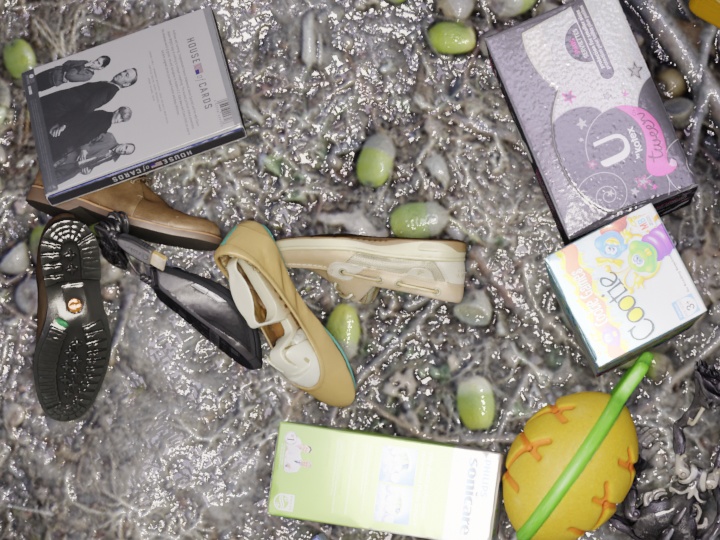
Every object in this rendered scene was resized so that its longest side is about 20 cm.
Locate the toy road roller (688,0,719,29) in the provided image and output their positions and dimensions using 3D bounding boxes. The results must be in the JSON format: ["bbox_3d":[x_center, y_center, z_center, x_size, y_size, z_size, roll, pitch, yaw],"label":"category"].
[{"bbox_3d":[0.376,-0.301,1.571,0.122,0.147,0.200,31,52,9],"label":"toy road roller"}]

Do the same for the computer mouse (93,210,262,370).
[{"bbox_3d":[-0.161,0.010,1.589,0.199,0.141,0.046,37,76,9],"label":"computer mouse"}]

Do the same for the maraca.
[{"bbox_3d":[0.195,0.155,1.497,0.107,0.137,0.200,37,68,3],"label":"maraca"}]

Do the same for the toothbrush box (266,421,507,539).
[{"bbox_3d":[0.028,0.190,1.539,0.198,0.146,0.087,6,85,7],"label":"toothbrush box"}]

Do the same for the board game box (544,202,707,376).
[{"bbox_3d":[0.230,0.021,1.502,0.102,0.200,0.106,-27,82,4],"label":"board game box"}]

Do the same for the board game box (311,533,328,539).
[{"bbox_3d":[-0.050,0.385,1.582,0.200,0.041,0.200,-41,81,2],"label":"board game box"}]

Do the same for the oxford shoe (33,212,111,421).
[{"bbox_3d":[-0.277,0.043,1.635,0.072,0.084,0.202,2,103,-16],"label":"oxford shoe"}]

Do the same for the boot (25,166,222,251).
[{"bbox_3d":[-0.219,-0.072,1.639,0.198,0.074,0.076,18,77,11],"label":"boot"}]

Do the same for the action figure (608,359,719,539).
[{"bbox_3d":[0.292,0.185,1.532,0.118,0.102,0.201,27,115,1],"label":"action figure"}]

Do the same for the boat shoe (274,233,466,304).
[{"bbox_3d":[0.000,0.000,1.600,0.198,0.072,0.066,2,94,10],"label":"boat shoe"}]

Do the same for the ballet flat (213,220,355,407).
[{"bbox_3d":[-0.076,0.052,1.584,0.068,0.063,0.201,-23,101,43],"label":"ballet flat"}]

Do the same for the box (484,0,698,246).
[{"bbox_3d":[0.211,-0.136,1.563,0.131,0.115,0.202,-22,82,5],"label":"box"}]

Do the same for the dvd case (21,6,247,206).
[{"bbox_3d":[-0.218,-0.159,1.636,0.198,0.025,0.151,-18,60,3],"label":"dvd case"}]
